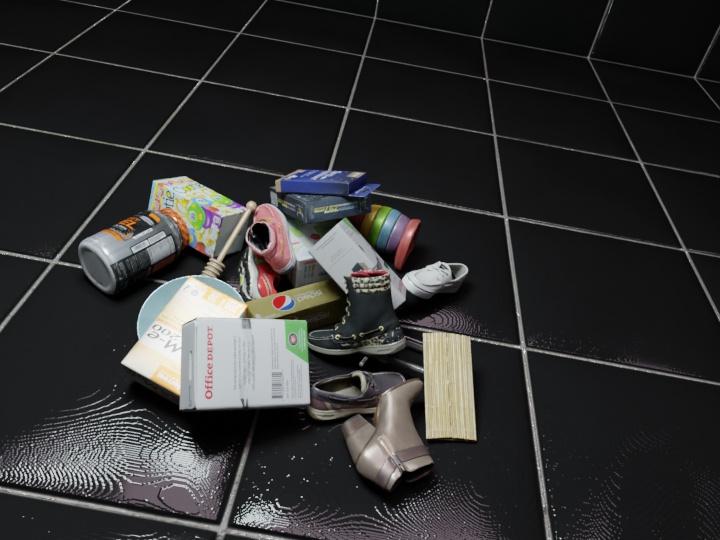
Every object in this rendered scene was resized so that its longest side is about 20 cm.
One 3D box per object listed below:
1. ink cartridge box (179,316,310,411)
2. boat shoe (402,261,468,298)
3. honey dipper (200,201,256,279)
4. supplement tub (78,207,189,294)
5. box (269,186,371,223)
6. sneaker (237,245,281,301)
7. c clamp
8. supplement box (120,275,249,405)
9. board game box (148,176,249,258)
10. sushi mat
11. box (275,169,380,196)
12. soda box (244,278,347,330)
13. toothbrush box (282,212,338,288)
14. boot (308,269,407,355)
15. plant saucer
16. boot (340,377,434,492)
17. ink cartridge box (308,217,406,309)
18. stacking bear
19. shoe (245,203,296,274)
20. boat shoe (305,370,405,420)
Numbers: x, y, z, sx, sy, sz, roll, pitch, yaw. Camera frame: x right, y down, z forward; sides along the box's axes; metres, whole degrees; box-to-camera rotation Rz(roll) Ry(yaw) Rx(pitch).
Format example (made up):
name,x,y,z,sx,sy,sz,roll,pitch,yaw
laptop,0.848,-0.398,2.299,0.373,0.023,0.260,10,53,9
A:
name,x,y,z,sx,sy,sz,roll,pitch,yaw
ink cartridge box,-0.191,0.156,1.034,0.200,0.084,0.146,6,74,-33
boat shoe,0.168,0.014,1.347,0.200,0.066,0.072,1,42,-48
honey dipper,-0.277,-0.064,1.328,0.038,0.038,0.200,23,75,15
supplement tub,-0.459,-0.047,1.282,0.122,0.123,0.200,29,42,22
box,-0.091,-0.156,1.375,0.158,0.051,0.200,-14,23,-27
sneaker,-0.212,0.005,1.333,0.085,0.077,0.200,18,35,-24
c clamp,0.107,0.178,1.197,0.200,0.027,0.171,17,21,6
supplement box,-0.300,0.124,1.093,0.126,0.074,0.200,26,59,8
board game box,-0.362,-0.122,1.392,0.200,0.105,0.103,27,24,20
sushi mat,0.161,0.209,1.135,0.096,0.012,0.200,6,63,-10
box,-0.067,-0.190,1.347,0.200,0.032,0.121,6,21,17
soda box,-0.128,0.081,1.244,0.200,0.068,0.064,-16,45,-30
toothbrush box,-0.119,-0.064,1.412,0.145,0.086,0.200,-13,45,-26
boot,-0.018,0.077,1.166,0.203,0.154,0.073,-2,17,28
plant saucer,-0.312,0.104,1.172,0.201,0.039,0.201,4,57,-6
boot,0.070,0.278,1.047,0.200,0.070,0.146,-28,49,-26
ink cartridge box,0.000,0.000,1.253,0.200,0.084,0.146,48,11,-5
stacking bear,0.030,-0.102,1.460,0.200,0.114,0.121,22,40,9
shoe,-0.198,-0.087,1.312,0.071,0.091,0.200,-32,51,9
boat shoe,-0.001,0.212,1.112,0.200,0.065,0.072,-7,38,-25
